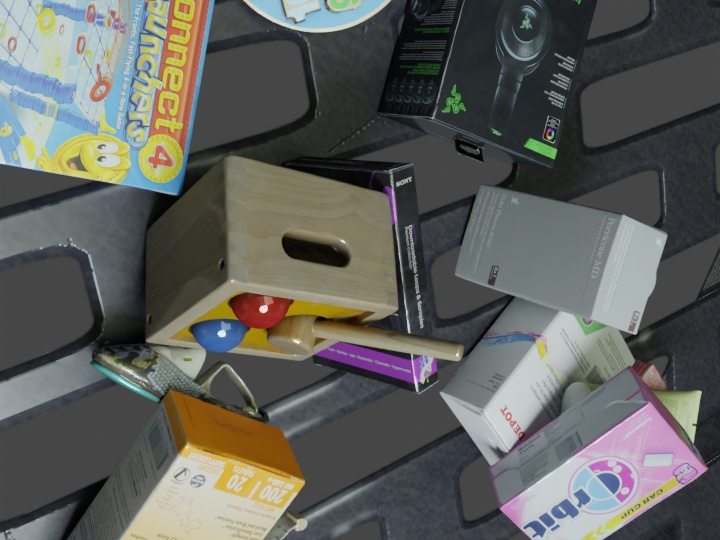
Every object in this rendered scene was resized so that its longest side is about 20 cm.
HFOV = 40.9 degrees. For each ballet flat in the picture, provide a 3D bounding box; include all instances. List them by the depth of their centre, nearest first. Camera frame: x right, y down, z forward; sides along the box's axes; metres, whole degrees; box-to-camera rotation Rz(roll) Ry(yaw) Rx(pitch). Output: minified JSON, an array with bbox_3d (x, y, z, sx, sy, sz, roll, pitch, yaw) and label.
[{"bbox_3d":[-0.149,0.101,0.844,0.200,0.071,0.073,44,74,-39],"label":"ballet flat"}]

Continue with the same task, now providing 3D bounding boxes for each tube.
[{"bbox_3d":[0.311,0.163,1.081,0.197,0.052,0.058,11,128,-30],"label":"tube"}]

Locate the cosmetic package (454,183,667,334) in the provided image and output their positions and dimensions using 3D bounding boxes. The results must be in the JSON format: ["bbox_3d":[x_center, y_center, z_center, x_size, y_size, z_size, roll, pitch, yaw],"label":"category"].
[{"bbox_3d":[0.200,-0.015,0.986,0.089,0.199,0.109,16,90,-36],"label":"cosmetic package"}]

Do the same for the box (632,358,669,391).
[{"bbox_3d":[0.276,0.203,1.149,0.201,0.102,0.095,-50,123,-15],"label":"box"}]

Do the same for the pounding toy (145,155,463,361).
[{"bbox_3d":[-0.050,0.016,0.790,0.197,0.183,0.145,11,65,-33],"label":"pounding toy"}]

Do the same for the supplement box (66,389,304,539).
[{"bbox_3d":[-0.156,0.215,0.816,0.125,0.074,0.201,25,107,-36],"label":"supplement box"}]

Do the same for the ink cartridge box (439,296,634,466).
[{"bbox_3d":[0.201,0.120,1.088,0.200,0.083,0.146,-48,123,-17],"label":"ink cartridge box"}]

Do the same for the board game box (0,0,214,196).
[{"bbox_3d":[-0.218,-0.174,0.740,0.193,0.055,0.205,7,96,-36],"label":"board game box"}]

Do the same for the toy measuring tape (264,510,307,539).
[{"bbox_3d":[-0.118,0.318,0.911,0.199,0.073,0.074,-40,120,-22],"label":"toy measuring tape"}]

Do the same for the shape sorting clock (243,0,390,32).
[{"bbox_3d":[-0.036,-0.308,0.825,0.195,0.039,0.204,-4,110,-11],"label":"shape sorting clock"}]

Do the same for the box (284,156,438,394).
[{"bbox_3d":[0.000,0.000,0.880,0.036,0.141,0.204,-24,114,-40],"label":"box"}]

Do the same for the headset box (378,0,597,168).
[{"bbox_3d":[0.127,-0.211,0.958,0.172,0.092,0.204,15,92,-36],"label":"headset box"}]

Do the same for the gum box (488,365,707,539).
[{"bbox_3d":[0.238,0.208,0.999,0.199,0.067,0.113,-39,114,16],"label":"gum box"}]
